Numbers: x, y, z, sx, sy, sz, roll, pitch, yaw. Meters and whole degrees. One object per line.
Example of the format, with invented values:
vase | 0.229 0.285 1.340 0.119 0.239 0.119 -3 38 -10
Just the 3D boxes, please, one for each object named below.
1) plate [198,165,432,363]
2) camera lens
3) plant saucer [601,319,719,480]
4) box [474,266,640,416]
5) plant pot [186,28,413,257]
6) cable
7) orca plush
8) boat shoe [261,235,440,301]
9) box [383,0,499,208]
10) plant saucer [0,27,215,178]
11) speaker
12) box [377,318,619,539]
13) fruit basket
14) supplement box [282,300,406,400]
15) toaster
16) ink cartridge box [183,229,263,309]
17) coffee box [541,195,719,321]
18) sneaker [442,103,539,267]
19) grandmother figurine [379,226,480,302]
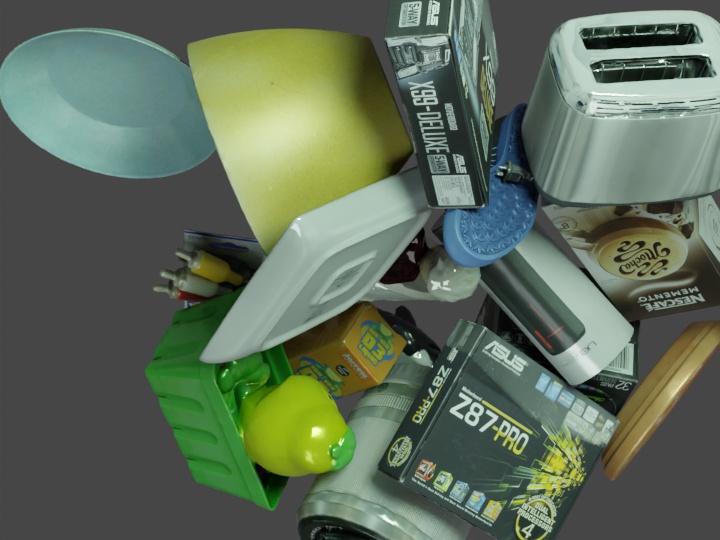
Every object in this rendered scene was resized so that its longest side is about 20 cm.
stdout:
plate | -0.022 -0.002 1.225 0.032 0.199 0.200 50 134 13
camera lens | 0.040 0.214 1.472 0.160 0.200 0.160 21 148 14
plant saucer | 0.305 0.126 1.513 0.037 0.200 0.200 38 150 15
box | 0.191 0.096 1.527 0.148 0.125 0.200 12 148 -3
plant pot | -0.039 -0.119 1.218 0.142 0.200 0.200 -22 142 4
cable | -0.111 0.025 1.490 0.199 0.050 0.097 18 143 -19
orca plush | 0.024 0.069 1.573 0.199 0.071 0.105 18 136 24
boat shoe | 0.000 0.000 1.457 0.199 0.072 0.069 6 149 -18
box | 0.066 -0.168 1.125 0.050 0.158 0.200 -1 145 13
plant saucer | -0.217 -0.157 1.310 0.200 0.039 0.201 5 148 3
speaker | 0.161 0.009 1.370 0.200 0.081 0.081 48 137 -7
box | 0.132 0.162 1.390 0.200 0.162 0.049 35 170 -30
fruit basket | -0.087 0.131 1.441 0.215 0.156 0.216 10 133 11
supplement box | -0.046 0.097 1.545 0.067 0.069 0.200 48 138 -16
toaster | 0.211 -0.129 1.177 0.199 0.114 0.129 -3 143 -8
ink cartridge box | -0.136 0.009 1.546 0.094 0.037 0.200 8 149 -1
coffee box | 0.256 -0.044 1.341 0.113 0.080 0.200 -14 141 28
sneaker | 0.104 -0.060 1.245 0.070 0.200 0.078 42 133 -10
grandmother figurine | 0.022 -0.033 1.354 0.200 0.061 0.121 30 152 22
